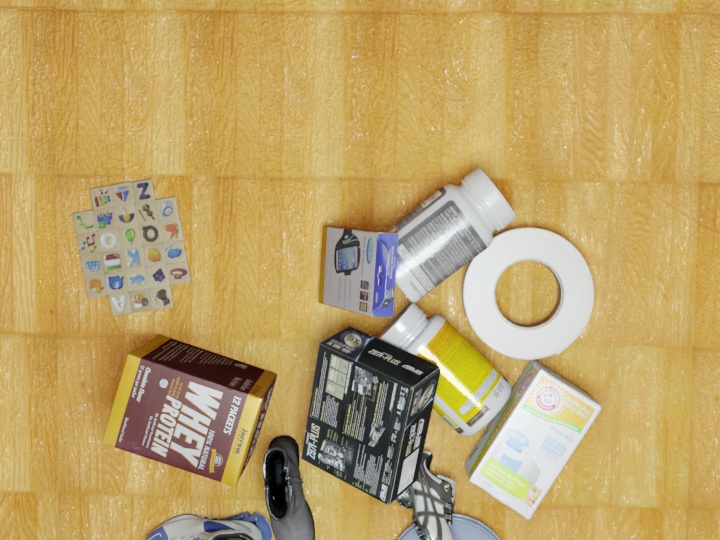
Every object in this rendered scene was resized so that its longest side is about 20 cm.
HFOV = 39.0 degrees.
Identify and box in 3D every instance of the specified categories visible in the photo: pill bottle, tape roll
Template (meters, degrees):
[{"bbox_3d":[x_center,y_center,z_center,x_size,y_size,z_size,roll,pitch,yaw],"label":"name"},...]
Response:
[{"bbox_3d":[0.124,-0.055,1.506,0.199,0.114,0.114,-37,92,4],"label":"pill bottle"},{"bbox_3d":[0.254,0.035,1.546,0.200,0.037,0.205,0,93,2],"label":"tape roll"},{"bbox_3d":[0.123,0.144,1.521,0.200,0.109,0.109,44,94,-1],"label":"pill bottle"}]

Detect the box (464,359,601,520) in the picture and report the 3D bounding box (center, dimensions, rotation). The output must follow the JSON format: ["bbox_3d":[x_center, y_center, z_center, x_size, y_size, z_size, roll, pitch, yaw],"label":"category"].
[{"bbox_3d":[0.256,0.249,1.527,0.112,0.101,0.201,33,94,-1],"label":"box"}]

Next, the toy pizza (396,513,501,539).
[{"bbox_3d":[0.138,0.475,1.581,0.198,0.032,0.203,0,94,3],"label":"toy pizza"}]

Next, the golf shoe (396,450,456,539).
[{"bbox_3d":[0.116,0.360,1.528,0.094,0.078,0.201,-29,67,-8],"label":"golf shoe"}]

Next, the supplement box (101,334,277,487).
[{"bbox_3d":[-0.243,0.200,1.495,0.198,0.197,0.134,18,94,0],"label":"supplement box"}]

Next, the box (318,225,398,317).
[{"bbox_3d":[0.000,0.000,1.478,0.041,0.199,0.120,2,95,-30],"label":"box"}]

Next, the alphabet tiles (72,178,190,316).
[{"bbox_3d":[-0.355,-0.035,1.580,0.165,0.006,0.202,-9,93,2],"label":"alphabet tiles"}]

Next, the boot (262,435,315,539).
[{"bbox_3d":[-0.117,0.356,1.533,0.069,0.132,0.202,-13,93,2],"label":"boot"}]

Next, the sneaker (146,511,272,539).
[{"bbox_3d":[-0.239,0.421,1.549,0.197,0.115,0.081,-10,92,5],"label":"sneaker"}]

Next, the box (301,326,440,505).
[{"bbox_3d":[0.012,0.210,1.484,0.163,0.086,0.202,22,116,27],"label":"box"}]
